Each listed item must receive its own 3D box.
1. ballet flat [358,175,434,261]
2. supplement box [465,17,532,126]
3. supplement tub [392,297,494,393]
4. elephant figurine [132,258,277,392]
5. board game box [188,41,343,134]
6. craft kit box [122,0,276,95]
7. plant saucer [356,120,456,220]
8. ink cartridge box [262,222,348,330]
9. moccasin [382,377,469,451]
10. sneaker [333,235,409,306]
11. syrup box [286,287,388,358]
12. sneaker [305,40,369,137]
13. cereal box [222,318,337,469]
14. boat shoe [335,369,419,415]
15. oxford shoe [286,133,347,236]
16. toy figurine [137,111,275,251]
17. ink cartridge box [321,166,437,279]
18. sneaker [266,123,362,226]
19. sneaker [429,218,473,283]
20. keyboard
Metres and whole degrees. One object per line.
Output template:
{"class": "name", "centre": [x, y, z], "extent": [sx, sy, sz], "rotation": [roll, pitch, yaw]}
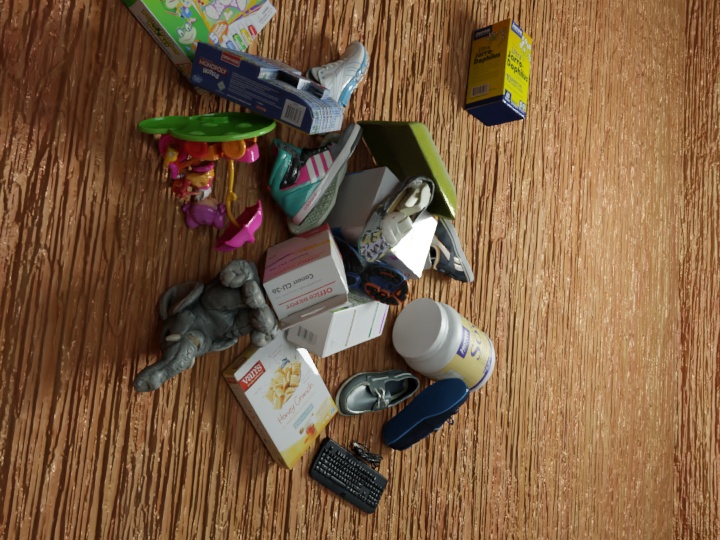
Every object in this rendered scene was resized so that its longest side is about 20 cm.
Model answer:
{"class": "ballet flat", "centre": [0.068, -0.094, 1.053], "extent": [0.201, 0.071, 0.073], "rotation": [-53, 124, -32]}
{"class": "supplement box", "centre": [0.329, -0.466, 1.487], "extent": [0.107, 0.108, 0.206], "rotation": [16, 77, -44]}
{"class": "supplement tub", "centre": [0.170, 0.155, 1.278], "extent": [0.199, 0.143, 0.149], "rotation": [35, 65, -40]}
{"class": "elephant figurine", "centre": [-0.228, 0.072, 0.890], "extent": [0.196, 0.155, 0.144], "rotation": [-27, 76, -4]}
{"class": "board game box", "centre": [-0.122, -0.276, 0.950], "extent": [0.200, 0.196, 0.063], "rotation": [-46, 159, -68]}
{"class": "craft kit box", "centre": [-0.243, -0.410, 0.939], "extent": [0.198, 0.048, 0.203], "rotation": [47, 57, -31]}
{"class": "plant saucer", "centre": [0.096, -0.201, 1.170], "extent": [0.048, 0.199, 0.202], "rotation": [-38, 117, -15]}
{"class": "ink cartridge box", "centre": [-0.085, 0.005, 0.964], "extent": [0.114, 0.201, 0.069], "rotation": [-23, 112, 3]}
{"class": "moccasin", "centre": [0.133, 0.285, 1.244], "extent": [0.068, 0.197, 0.081], "rotation": [48, 14, -39]}
{"class": "sneaker", "centre": [0.000, 0.000, 1.105], "extent": [0.077, 0.197, 0.078], "rotation": [-61, 170, 11]}
{"class": "syrup box", "centre": [-0.032, 0.079, 1.074], "extent": [0.198, 0.077, 0.084], "rotation": [-10, 119, -59]}
{"class": "sneaker", "centre": [-0.051, -0.345, 1.118], "extent": [0.086, 0.074, 0.204], "rotation": [38, 63, -32]}
{"class": "cereal box", "centre": [-0.127, 0.203, 1.042], "extent": [0.144, 0.039, 0.203], "rotation": [-45, 120, -39]}
{"class": "boat shoe", "centre": [0.036, 0.231, 1.195], "extent": [0.197, 0.061, 0.075], "rotation": [-7, 94, -46]}
{"class": "oxford shoe", "centre": [-0.070, -0.145, 1.100], "extent": [0.073, 0.058, 0.204], "rotation": [20, 70, 4]}
{"class": "toy figurine", "centre": [-0.214, -0.120, 0.904], "extent": [0.151, 0.194, 0.189], "rotation": [-74, 165, -64]}
{"class": "ink cartridge box", "centre": [0.041, -0.074, 1.163], "extent": [0.199, 0.126, 0.128], "rotation": [40, 62, -38]}
{"class": "sneaker", "centre": [-0.090, -0.189, 1.037], "extent": [0.120, 0.083, 0.202], "rotation": [36, 74, -9]}
{"class": "sneaker", "centre": [0.184, -0.032, 1.353], "extent": [0.078, 0.079, 0.201], "rotation": [-30, 134, 3]}
{"class": "keyboard", "centre": [-0.006, 0.374, 1.164], "extent": [0.200, 0.039, 0.106], "rotation": [45, 59, -37]}
